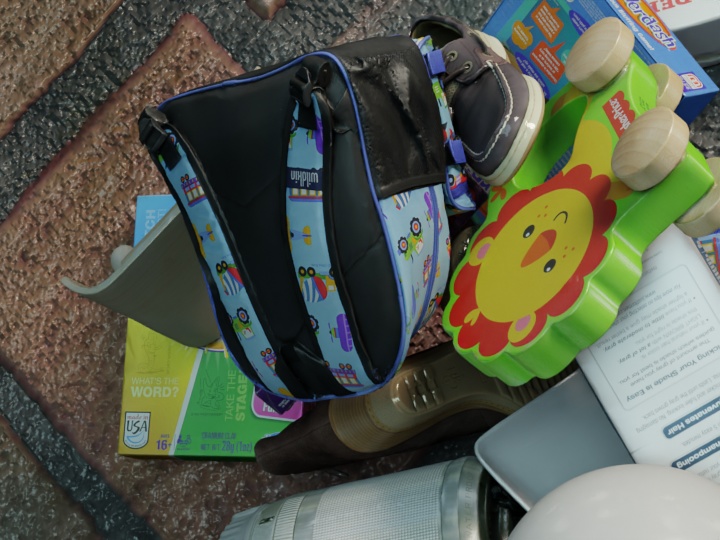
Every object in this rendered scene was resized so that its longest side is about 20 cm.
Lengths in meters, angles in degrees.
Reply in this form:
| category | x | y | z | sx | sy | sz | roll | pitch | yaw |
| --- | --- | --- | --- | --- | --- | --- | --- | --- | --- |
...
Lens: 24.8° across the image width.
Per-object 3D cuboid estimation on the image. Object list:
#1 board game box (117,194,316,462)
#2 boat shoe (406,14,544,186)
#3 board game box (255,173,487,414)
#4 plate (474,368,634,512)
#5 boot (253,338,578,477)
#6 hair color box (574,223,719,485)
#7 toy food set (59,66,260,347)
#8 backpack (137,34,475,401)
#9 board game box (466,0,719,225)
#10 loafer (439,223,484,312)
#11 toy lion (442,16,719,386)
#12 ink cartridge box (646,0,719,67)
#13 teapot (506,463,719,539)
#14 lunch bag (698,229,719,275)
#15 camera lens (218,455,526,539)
| category | x | y | z | sx | sy | sz | roll | pitch | yaw |
| --- | --- | --- | --- | --- | --- | --- | --- | --- | --- |
| board game box | -0.102 | 0.042 | 1.237 | 0.151 | 0.040 | 0.202 | -2 | 78 | 19 |
| boat shoe | 0.066 | -0.115 | 1.047 | 0.064 | 0.200 | 0.072 | 24 | 112 | -17 |
| board game box | 0.000 | 0.000 | 1.120 | 0.032 | 0.120 | 0.200 | 41 | 98 | -20 |
| plate | 0.204 | 0.141 | 1.067 | 0.199 | 0.032 | 0.200 | -31 | 65 | -27 |
| boot | 0.041 | 0.092 | 1.144 | 0.166 | 0.199 | 0.073 | -29 | 73 | 50 |
| hair color box | 0.201 | 0.073 | 0.994 | 0.100 | 0.060 | 0.201 | -31 | 83 | 14 |
| toy food set | -0.103 | -0.039 | 1.156 | 0.200 | 0.143 | 0.060 | -45 | 59 | 6 |
| backpack | -0.019 | -0.029 | 0.996 | 0.182 | 0.134 | 0.202 | -11 | 98 | 42 |
| board game box | 0.133 | -0.109 | 1.130 | 0.153 | 0.045 | 0.200 | 56 | 133 | 21 |
| loafer | 0.135 | 0.006 | 1.093 | 0.067 | 0.198 | 0.077 | -36 | 52 | 56 |
| toy lion | 0.122 | -0.032 | 0.971 | 0.192 | 0.068 | 0.201 | -44 | 27 | 20 |
| ink cartridge box | 0.225 | -0.250 | 1.160 | 0.143 | 0.084 | 0.202 | -14 | 76 | 16 |
| teapot | 0.147 | 0.209 | 0.912 | 0.197 | 0.146 | 0.201 | 34 | 107 | 14 |
| lunch bag | 0.267 | 0.039 | 1.042 | 0.198 | 0.094 | 0.152 | -9 | 85 | 2 |
| camera lens | 0.019 | 0.218 | 1.090 | 0.198 | 0.160 | 0.162 | -14 | 74 | 16 |
